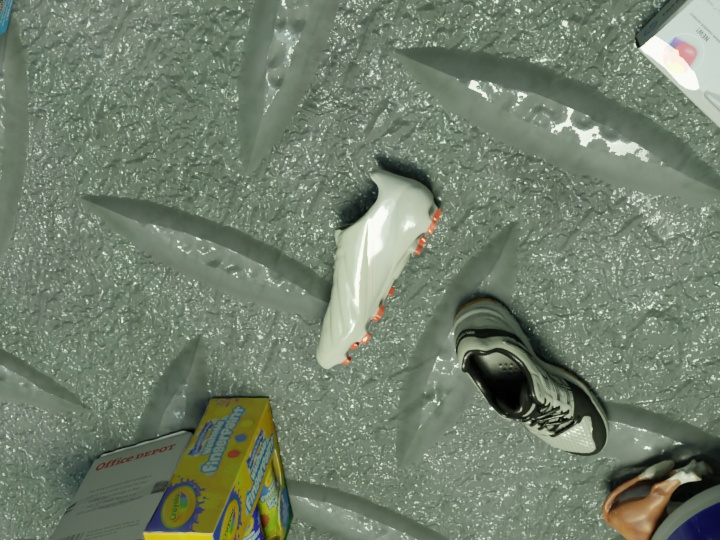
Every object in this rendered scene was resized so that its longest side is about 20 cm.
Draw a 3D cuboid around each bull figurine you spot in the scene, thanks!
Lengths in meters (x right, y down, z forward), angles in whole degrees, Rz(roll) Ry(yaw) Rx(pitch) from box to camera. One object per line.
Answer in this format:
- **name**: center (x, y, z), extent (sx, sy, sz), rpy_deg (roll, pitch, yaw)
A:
- **bull figurine**: center (0.335, 0.267, 0.890), extent (0.199, 0.065, 0.122), rpy_deg (36, 112, -14)

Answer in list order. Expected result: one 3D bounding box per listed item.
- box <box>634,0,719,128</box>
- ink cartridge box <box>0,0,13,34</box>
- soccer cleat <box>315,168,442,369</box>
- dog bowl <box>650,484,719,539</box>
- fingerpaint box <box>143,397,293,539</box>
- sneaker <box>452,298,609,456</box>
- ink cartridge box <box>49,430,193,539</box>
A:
- **box**: center (0.331, -0.191, 0.660), extent (0.155, 0.041, 0.200), rpy_deg (39, 118, -9)
- **ink cartridge box**: center (-0.370, -0.253, 0.686), extent (0.143, 0.201, 0.148), rpy_deg (28, 121, -4)
- **soccer cleat**: center (0.000, 0.000, 0.823), extent (0.077, 0.069, 0.202), rpy_deg (30, 113, 1)
- **dog bowl**: center (0.367, 0.294, 0.823), extent (0.197, 0.079, 0.203), rpy_deg (0, 115, 1)
- **fingerpaint box**: center (-0.133, 0.256, 0.906), extent (0.072, 0.201, 0.169), rpy_deg (-2, 117, 12)
- **sneaker**: center (0.156, 0.120, 0.837), extent (0.200, 0.088, 0.076), rpy_deg (41, 117, -13)
- **ink cartridge box**: center (-0.244, 0.279, 0.944), extent (0.145, 0.201, 0.083), rpy_deg (-19, 117, 21)
